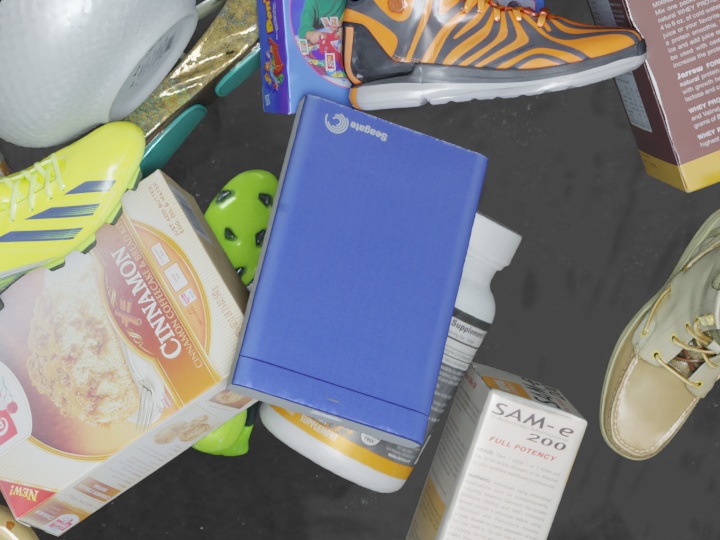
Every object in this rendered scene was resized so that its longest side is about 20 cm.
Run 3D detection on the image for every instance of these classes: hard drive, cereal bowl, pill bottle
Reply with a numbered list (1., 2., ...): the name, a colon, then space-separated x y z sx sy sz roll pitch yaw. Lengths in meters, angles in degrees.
1. hard drive: 0.000 0.000 1.623 0.131 0.025 0.201 18 72 -14
2. cereal bowl: -0.166 -0.156 1.620 0.083 0.200 0.200 39 92 6
3. pill bottle: 0.023 0.042 1.723 0.116 0.116 0.201 28 94 -8

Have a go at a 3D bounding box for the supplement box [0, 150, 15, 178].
1. supplement box: -0.325 -0.021 1.700 0.199 0.074 0.126 -31 100 -1

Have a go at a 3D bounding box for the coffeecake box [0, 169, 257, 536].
1. coffeecake box: -0.169 0.056 1.674 0.200 0.073 0.154 -34 68 6

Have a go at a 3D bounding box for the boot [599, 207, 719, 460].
1. boot: 0.239 0.051 1.725 0.073 0.155 0.201 32 93 -9

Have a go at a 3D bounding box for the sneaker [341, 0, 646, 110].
1. sneaker: 0.084 -0.168 1.626 0.199 0.078 0.113 -5 95 4

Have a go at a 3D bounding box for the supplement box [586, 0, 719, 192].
1. supplement box: 0.266 -0.186 1.709 0.196 0.133 0.201 -21 99 -3

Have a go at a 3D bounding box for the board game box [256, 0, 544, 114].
1. board game box: 0.029 -0.182 1.698 0.199 0.045 0.135 -7 98 -24

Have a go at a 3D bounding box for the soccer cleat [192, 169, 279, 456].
1. soccer cleat: -0.087 0.030 1.739 0.067 0.081 0.201 6 76 20

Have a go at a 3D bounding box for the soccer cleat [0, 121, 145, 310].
1. soccer cleat: -0.225 -0.036 1.616 0.200 0.065 0.084 -37 122 16

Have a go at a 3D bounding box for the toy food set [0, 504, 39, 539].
1. toy food set: -0.331 0.235 1.746 0.199 0.049 0.199 23 95 -9

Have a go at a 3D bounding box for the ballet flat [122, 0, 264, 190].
1. ballet flat: -0.120 -0.132 1.716 0.200 0.071 0.071 -44 99 1

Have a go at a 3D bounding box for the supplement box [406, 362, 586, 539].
1. supplement box: 0.083 0.175 1.734 0.073 0.126 0.201 18 96 -7
